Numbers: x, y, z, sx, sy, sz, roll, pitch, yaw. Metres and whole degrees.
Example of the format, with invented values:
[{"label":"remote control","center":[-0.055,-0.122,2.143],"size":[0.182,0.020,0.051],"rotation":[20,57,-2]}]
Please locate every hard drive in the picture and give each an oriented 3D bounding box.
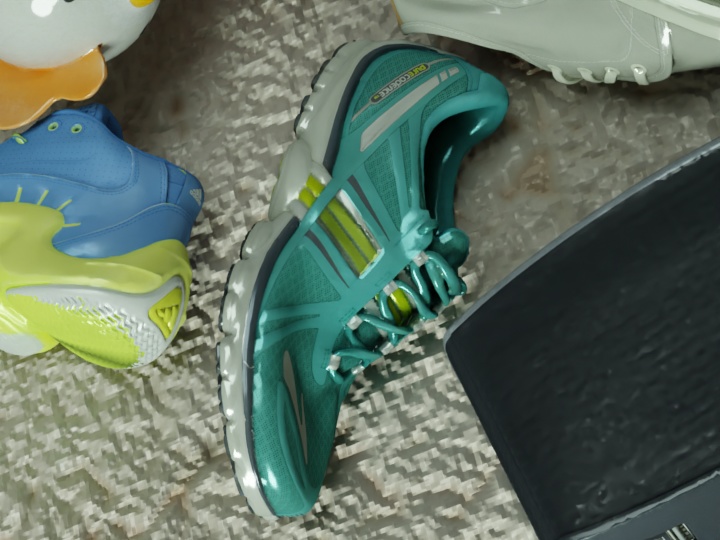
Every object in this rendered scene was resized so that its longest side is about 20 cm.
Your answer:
[{"label":"hard drive","center":[0.132,0.018,0.709],"size":[0.199,0.042,0.135],"rotation":[-31,56,8]}]

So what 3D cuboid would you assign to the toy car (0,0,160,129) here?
[{"label":"toy car","center":[-0.106,-0.151,0.840],"size":[0.176,0.184,0.201],"rotation":[15,90,29]}]

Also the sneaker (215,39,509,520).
[{"label":"sneaker","center":[0.000,0.000,0.765],"size":[0.079,0.078,0.201],"rotation":[12,71,20]}]

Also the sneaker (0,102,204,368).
[{"label":"sneaker","center":[-0.151,-0.020,0.853],"size":[0.199,0.076,0.105],"rotation":[12,59,22]}]

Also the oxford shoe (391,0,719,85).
[{"label":"oxford shoe","center":[0.099,-0.099,0.778],"size":[0.199,0.075,0.058],"rotation":[15,113,21]}]
